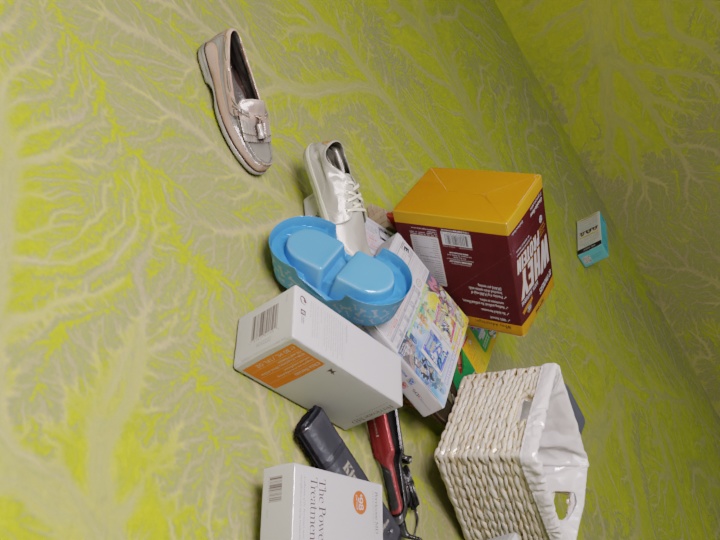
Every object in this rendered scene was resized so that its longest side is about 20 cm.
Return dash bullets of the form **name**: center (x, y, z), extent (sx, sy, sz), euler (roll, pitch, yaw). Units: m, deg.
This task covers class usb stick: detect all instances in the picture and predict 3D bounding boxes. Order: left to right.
- **usb stick**: center (-0.014, 0.256, 0.884), extent (0.203, 0.032, 0.055), euler (58, 31, -9)

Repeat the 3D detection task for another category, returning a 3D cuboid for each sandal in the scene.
- **sandal**: center (0.076, 0.172, 1.076), extent (0.198, 0.054, 0.084), euler (30, 52, -32)

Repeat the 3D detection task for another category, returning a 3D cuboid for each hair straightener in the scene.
- **hair straightener**: center (0.057, 0.262, 0.982), extent (0.076, 0.040, 0.205), euler (9, 59, -54)

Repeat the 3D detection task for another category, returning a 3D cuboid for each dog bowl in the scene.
- **dog bowl**: center (-0.029, 0.002, 0.948), extent (0.196, 0.050, 0.112), euler (26, 42, 13)

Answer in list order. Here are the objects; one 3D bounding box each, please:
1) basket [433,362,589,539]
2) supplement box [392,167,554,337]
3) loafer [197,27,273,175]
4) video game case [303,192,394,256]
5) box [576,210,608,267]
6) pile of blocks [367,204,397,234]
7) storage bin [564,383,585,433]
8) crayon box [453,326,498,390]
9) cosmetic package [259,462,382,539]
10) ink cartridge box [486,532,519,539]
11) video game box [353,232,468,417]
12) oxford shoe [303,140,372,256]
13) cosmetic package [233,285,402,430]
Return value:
- **basket**: center (0.221, 0.272, 1.056), extent (0.199, 0.157, 0.204), euler (-54, 129, -51)
- **supplement box**: center (0.180, -0.033, 1.144), extent (0.133, 0.193, 0.204), euler (-47, 133, -39)
- **loafer**: center (-0.163, -0.235, 1.012), extent (0.071, 0.062, 0.204), euler (-11, 76, -58)
- **video game case**: center (0.000, 0.000, 1.098), extent (0.198, 0.045, 0.185), euler (28, 43, -45)
- **box**: center (0.713, -0.099, 2.260), extent (0.049, 0.081, 0.202), euler (50, 32, -19)
- **pile of blocks**: center (0.095, -0.053, 1.272), extent (0.200, 0.061, 0.083), euler (43, 35, -31)
- **storage bin**: center (0.296, 0.269, 1.261), extent (0.148, 0.133, 0.199), euler (61, 29, -2)
- **crayon box**: center (0.180, 0.103, 1.285), extent (0.120, 0.057, 0.200), euler (57, 30, -11)
- **cosmetic package**: center (-0.037, 0.316, 0.757), extent (0.150, 0.051, 0.205), euler (30, 51, -46)
- **ink cartridge box**: center (0.158, 0.446, 0.891), extent (0.082, 0.145, 0.205), euler (-9, 75, -59)
- **video game box**: center (0.071, 0.072, 1.050), extent (0.183, 0.046, 0.201), euler (47, 36, -13)
- **oxford shoe**: center (-0.023, -0.096, 1.041), extent (0.075, 0.057, 0.205), euler (-4, 71, -60)
- **cosmetic package**: center (-0.046, 0.111, 0.883), extent (0.199, 0.100, 0.073), euler (36, 39, -37)
